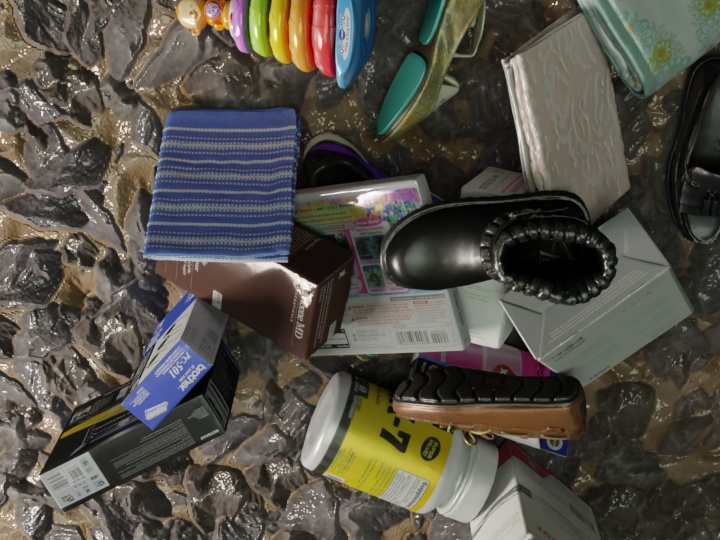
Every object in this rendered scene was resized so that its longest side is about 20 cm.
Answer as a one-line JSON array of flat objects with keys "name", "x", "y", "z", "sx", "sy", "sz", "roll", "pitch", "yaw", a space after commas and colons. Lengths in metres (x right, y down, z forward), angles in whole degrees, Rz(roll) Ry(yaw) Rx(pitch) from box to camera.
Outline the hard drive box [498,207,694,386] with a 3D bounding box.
[{"name": "hard drive box", "x": 0.247, "y": 0.036, "z": 1.164, "sx": 0.155, "sy": 0.200, "sz": 0.077, "roll": -36, "pitch": 65, "yaw": 10}]

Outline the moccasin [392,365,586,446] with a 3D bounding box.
[{"name": "moccasin", "x": 0.131, "y": 0.143, "z": 1.169, "sx": 0.199, "sy": 0.074, "sz": 0.078, "roll": -1, "pitch": 122, "yaw": 12}]

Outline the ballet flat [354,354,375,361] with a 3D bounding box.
[{"name": "ballet flat", "x": -0.039, "y": 0.009, "z": 1.235, "sx": 0.065, "sy": 0.070, "sz": 0.202, "roll": -11, "pitch": 108, "yaw": 33}]

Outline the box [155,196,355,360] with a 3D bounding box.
[{"name": "box", "x": -0.110, "y": -0.006, "z": 1.152, "sx": 0.199, "sy": 0.075, "sz": 0.101, "roll": 27, "pitch": 129, "yaw": 19}]

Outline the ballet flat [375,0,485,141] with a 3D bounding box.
[{"name": "ballet flat", "x": 0.080, "y": -0.215, "z": 1.153, "sx": 0.070, "sy": 0.071, "sz": 0.201, "roll": 20, "pitch": 108, "yaw": -7}]

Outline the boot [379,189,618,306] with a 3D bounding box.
[{"name": "boot", "x": 0.114, "y": -0.014, "z": 1.001, "sx": 0.209, "sy": 0.158, "sz": 0.080, "roll": -15, "pitch": 107, "yaw": 10}]

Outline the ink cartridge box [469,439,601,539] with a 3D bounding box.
[{"name": "ink cartridge box", "x": 0.197, "y": 0.301, "z": 1.254, "sx": 0.145, "sy": 0.200, "sz": 0.085, "roll": 40, "pitch": 105, "yaw": -12}]

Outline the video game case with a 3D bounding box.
[{"name": "video game case", "x": 0.000, "y": 0.000, "z": 1.150, "sx": 0.198, "sy": 0.024, "sz": 0.184, "roll": -4, "pitch": 113, "yaw": 33}]

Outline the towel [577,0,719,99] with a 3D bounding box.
[{"name": "towel", "x": 0.290, "y": -0.296, "z": 1.108, "sx": 0.171, "sy": 0.048, "sz": 0.201, "roll": -36, "pitch": 107, "yaw": -7}]

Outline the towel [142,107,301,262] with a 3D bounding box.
[{"name": "towel", "x": -0.134, "y": -0.091, "z": 1.134, "sx": 0.143, "sy": 0.201, "sz": 0.024, "roll": 1, "pitch": 140, "yaw": 0}]

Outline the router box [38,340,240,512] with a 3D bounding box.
[{"name": "router box", "x": -0.233, "y": 0.162, "z": 1.228, "sx": 0.199, "sy": 0.157, "sz": 0.053, "roll": -26, "pitch": 107, "yaw": 9}]

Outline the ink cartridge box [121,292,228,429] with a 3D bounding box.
[{"name": "ink cartridge box", "x": -0.184, "y": 0.078, "z": 1.176, "sx": 0.044, "sy": 0.200, "sz": 0.094, "roll": 41, "pitch": 105, "yaw": -12}]

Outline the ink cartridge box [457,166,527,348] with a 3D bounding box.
[{"name": "ink cartridge box", "x": 0.141, "y": -0.036, "z": 1.178, "sx": 0.067, "sy": 0.115, "sz": 0.202, "roll": 13, "pitch": 109, "yaw": 16}]

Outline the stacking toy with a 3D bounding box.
[{"name": "stacking toy", "x": -0.089, "y": -0.251, "z": 1.128, "sx": 0.198, "sy": 0.110, "sz": 0.117, "roll": 7, "pitch": 112, "yaw": 9}]

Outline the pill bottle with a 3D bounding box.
[{"name": "pill bottle", "x": 0.044, "y": 0.200, "z": 1.265, "sx": 0.198, "sy": 0.114, "sz": 0.115, "roll": 23, "pitch": 107, "yaw": -8}]

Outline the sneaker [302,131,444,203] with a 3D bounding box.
[{"name": "sneaker", "x": 0.023, "y": -0.061, "z": 1.181, "sx": 0.199, "sy": 0.100, "sz": 0.070, "roll": 30, "pitch": 108, "yaw": -9}]

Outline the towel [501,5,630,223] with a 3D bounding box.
[{"name": "towel", "x": 0.207, "y": -0.143, "z": 1.124, "sx": 0.032, "sy": 0.191, "sz": 0.202, "roll": 0, "pitch": 114, "yaw": 37}]

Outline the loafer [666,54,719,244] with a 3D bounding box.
[{"name": "loafer", "x": 0.362, "y": -0.119, "z": 1.183, "sx": 0.071, "sy": 0.063, "sz": 0.202, "roll": 0, "pitch": 109, "yaw": 0}]

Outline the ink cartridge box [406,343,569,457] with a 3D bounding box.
[{"name": "ink cartridge box", "x": 0.149, "y": 0.129, "z": 1.256, "sx": 0.198, "sy": 0.037, "sz": 0.095, "roll": 20, "pitch": 63, "yaw": -9}]
